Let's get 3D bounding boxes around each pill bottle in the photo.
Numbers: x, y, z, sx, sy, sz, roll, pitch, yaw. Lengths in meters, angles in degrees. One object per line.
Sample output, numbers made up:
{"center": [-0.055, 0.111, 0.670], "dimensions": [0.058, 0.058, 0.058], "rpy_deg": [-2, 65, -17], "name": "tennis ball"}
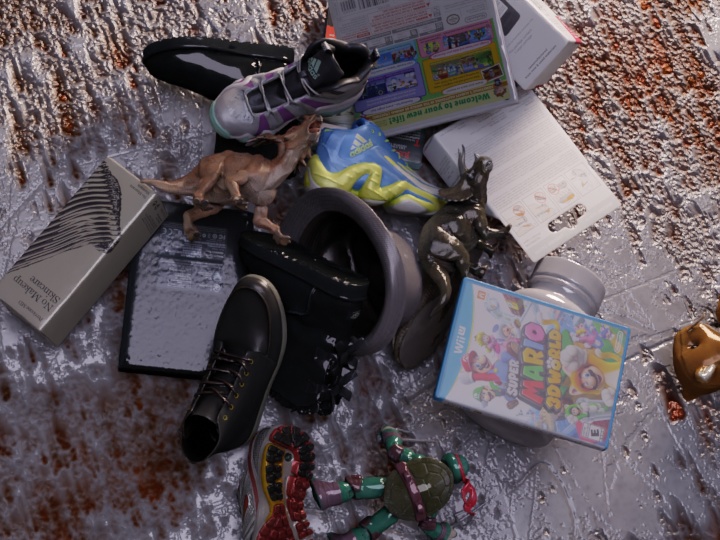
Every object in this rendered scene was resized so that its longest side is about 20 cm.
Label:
{"center": [0.206, 0.091, 1.564], "dimensions": [0.119, 0.120, 0.201], "rpy_deg": [29, 69, -1], "name": "pill bottle"}

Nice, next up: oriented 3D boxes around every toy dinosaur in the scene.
{"center": [0.109, -0.034, 1.558], "dimensions": [0.102, 0.077, 0.201], "rpy_deg": [30, 74, 0], "name": "toy dinosaur"}
{"center": [-0.137, -0.107, 1.498], "dimensions": [0.197, 0.086, 0.137], "rpy_deg": [0, 55, 8], "name": "toy dinosaur"}

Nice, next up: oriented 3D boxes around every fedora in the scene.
{"center": [0.000, 0.000, 1.549], "dimensions": [0.090, 0.178, 0.200], "rpy_deg": [-6, 44, -46], "name": "fedora"}

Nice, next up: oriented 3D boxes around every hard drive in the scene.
{"center": [-0.199, 0.024, 1.547], "dimensions": [0.138, 0.033, 0.202], "rpy_deg": [7, 71, -10], "name": "hard drive"}

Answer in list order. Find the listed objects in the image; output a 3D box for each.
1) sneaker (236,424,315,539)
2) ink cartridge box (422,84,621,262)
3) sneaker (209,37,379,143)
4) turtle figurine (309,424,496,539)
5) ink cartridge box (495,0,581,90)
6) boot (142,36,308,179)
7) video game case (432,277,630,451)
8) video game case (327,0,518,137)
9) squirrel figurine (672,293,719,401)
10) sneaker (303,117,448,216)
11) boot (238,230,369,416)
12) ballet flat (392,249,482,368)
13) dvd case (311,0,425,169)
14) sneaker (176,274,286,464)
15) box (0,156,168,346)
{"center": [-0.096, 0.269, 1.477], "dimensions": [0.077, 0.082, 0.202], "rpy_deg": [10, 85, -30], "name": "sneaker"}
{"center": [0.197, -0.115, 1.650], "dimensions": [0.162, 0.057, 0.201], "rpy_deg": [-31, 81, -27], "name": "ink cartridge box"}
{"center": [-0.070, -0.216, 1.513], "dimensions": [0.199, 0.140, 0.078], "rpy_deg": [-24, 83, -25], "name": "sneaker"}
{"center": [0.050, 0.243, 1.501], "dimensions": [0.198, 0.101, 0.151], "rpy_deg": [-20, 78, -11], "name": "turtle figurine"}
{"center": [0.171, -0.324, 1.668], "dimensions": [0.200, 0.145, 0.083], "rpy_deg": [45, 108, 5], "name": "ink cartridge box"}
{"center": [-0.160, -0.187, 1.598], "dimensions": [0.196, 0.073, 0.164], "rpy_deg": [1, 76, -13], "name": "boot"}
{"center": [0.191, 0.103, 1.484], "dimensions": [0.198, 0.018, 0.145], "rpy_deg": [17, 70, -2], "name": "video game case"}
{"center": [0.074, -0.265, 1.609], "dimensions": [0.198, 0.022, 0.184], "rpy_deg": [-13, 93, 13], "name": "video game case"}
{"center": [0.477, 0.114, 1.608], "dimensions": [0.185, 0.142, 0.201], "rpy_deg": [-24, 76, -11], "name": "squirrel figurine"}
{"center": [0.031, -0.123, 1.595], "dimensions": [0.198, 0.076, 0.106], "rpy_deg": [8, 87, -27], "name": "sneaker"}
{"center": [-0.078, 0.060, 1.517], "dimensions": [0.197, 0.073, 0.164], "rpy_deg": [26, 109, 33], "name": "boot"}
{"center": [0.087, 0.026, 1.601], "dimensions": [0.046, 0.067, 0.201], "rpy_deg": [14, 67, 37], "name": "ballet flat"}
{"center": [0.016, -0.234, 1.679], "dimensions": [0.144, 0.022, 0.202], "rpy_deg": [9, 71, -9], "name": "dvd case"}
{"center": [-0.137, 0.109, 1.447], "dimensions": [0.074, 0.106, 0.202], "rpy_deg": [14, 104, 16], "name": "sneaker"}
{"center": [-0.310, -0.021, 1.500], "dimensions": [0.082, 0.068, 0.201], "rpy_deg": [34, 77, 13], "name": "box"}
